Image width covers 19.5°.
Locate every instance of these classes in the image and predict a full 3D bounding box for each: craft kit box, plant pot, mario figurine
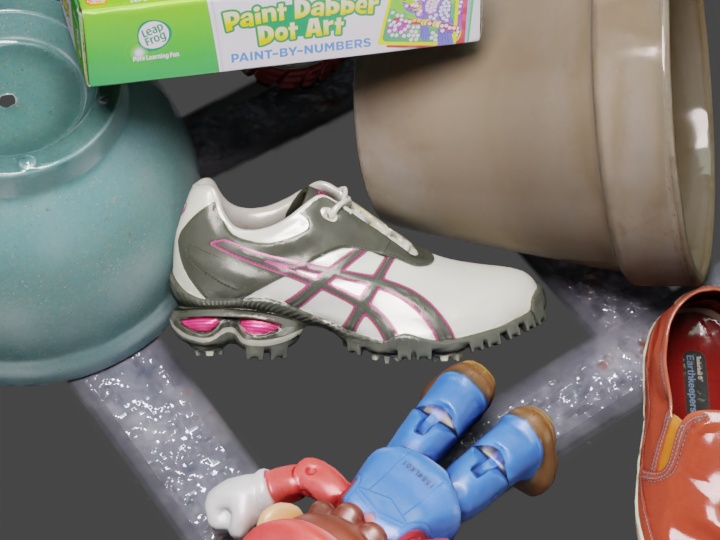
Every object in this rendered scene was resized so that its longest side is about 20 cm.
[{"bbox_3d":[-0.059,-0.164,1.084,0.199,0.049,0.198,-8,29,-11],"label":"craft kit box"},{"bbox_3d":[-0.180,-0.058,1.105,0.199,0.134,0.201,1,57,-2],"label":"plant pot"},{"bbox_3d":[0.004,0.133,1.036,0.123,0.106,0.200,7,34,47],"label":"mario figurine"},{"bbox_3d":[0.093,-0.089,1.119,0.173,0.200,0.201,-2,55,15],"label":"plant pot"}]

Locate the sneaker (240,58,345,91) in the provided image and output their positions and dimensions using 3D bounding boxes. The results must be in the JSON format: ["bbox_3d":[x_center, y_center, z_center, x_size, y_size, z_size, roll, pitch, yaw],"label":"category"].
[{"bbox_3d":[0.005,-0.190,1.232,0.078,0.082,0.200,32,60,18],"label":"sneaker"}]

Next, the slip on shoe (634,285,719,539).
[{"bbox_3d":[0.177,0.096,1.061,0.074,0.061,0.201,3,58,-3],"label":"slip on shoe"}]

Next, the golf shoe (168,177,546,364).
[{"bbox_3d":[0.000,0.000,1.089,0.199,0.089,0.077,1,12,-4],"label":"golf shoe"}]
